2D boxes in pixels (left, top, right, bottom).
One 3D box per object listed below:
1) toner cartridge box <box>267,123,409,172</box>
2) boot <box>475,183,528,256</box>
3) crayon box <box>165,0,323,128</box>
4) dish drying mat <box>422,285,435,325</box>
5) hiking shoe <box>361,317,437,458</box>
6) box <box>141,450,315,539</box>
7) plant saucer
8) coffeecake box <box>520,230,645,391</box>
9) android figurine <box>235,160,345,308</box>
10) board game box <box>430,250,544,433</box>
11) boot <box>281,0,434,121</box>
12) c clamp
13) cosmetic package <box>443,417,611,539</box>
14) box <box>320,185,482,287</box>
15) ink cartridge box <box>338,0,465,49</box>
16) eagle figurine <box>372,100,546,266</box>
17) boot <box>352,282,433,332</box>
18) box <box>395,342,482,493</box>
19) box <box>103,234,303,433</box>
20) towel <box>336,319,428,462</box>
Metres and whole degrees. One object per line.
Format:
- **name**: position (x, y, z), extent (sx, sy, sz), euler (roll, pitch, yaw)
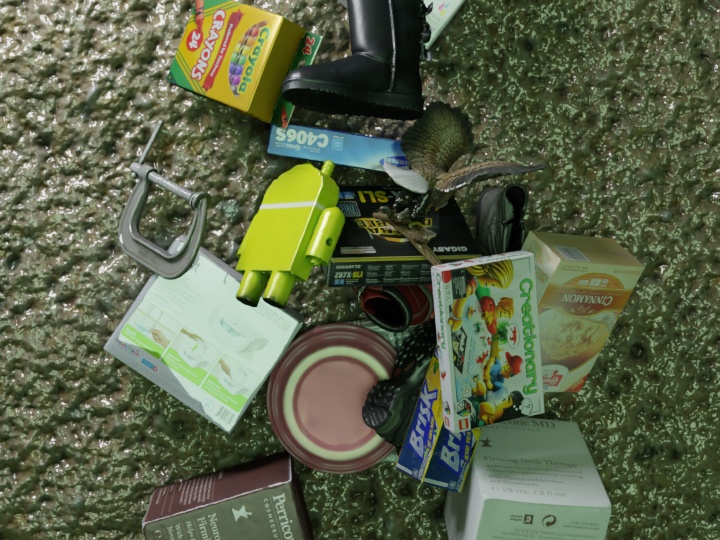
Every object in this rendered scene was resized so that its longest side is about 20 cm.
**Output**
- **toner cartridge box**: position (-0.022, -0.158, 1.602), extent (0.198, 0.095, 0.044), euler (9, 95, -4)
- **boot**: position (0.182, -0.014, 1.608), extent (0.067, 0.131, 0.203), euler (0, 95, -5)
- **crayon box**: position (-0.149, -0.268, 1.546), extent (0.199, 0.051, 0.128), euler (24, 94, 38)
- **dish drying mat**: position (0.128, 0.086, 1.640), extent (0.076, 0.018, 0.202), euler (-19, 88, -6)
- **hiking shoe**: position (0.087, 0.147, 1.599), extent (0.200, 0.075, 0.101), euler (-48, 124, -16)
- **box**: position (-0.163, 0.356, 1.601), extent (0.198, 0.164, 0.168), euler (-16, 96, -2)
- **plant saucer**: position (-0.027, 0.173, 1.627), extent (0.198, 0.051, 0.203), euler (0, 94, -1)
- **coffeecake box**: position (0.252, 0.057, 1.582), extent (0.152, 0.073, 0.201), euler (3, 121, -35)
- **android figurine**: position (-0.088, -0.049, 1.524), extent (0.041, 0.181, 0.202), euler (33, 69, -33)
- **board game box**: position (0.155, 0.085, 1.481), extent (0.125, 0.035, 0.202), euler (-10, 102, -20)
- **boot**: position (-0.002, -0.274, 1.488), extent (0.196, 0.073, 0.165), euler (4, 79, -22)
- **c clamp**: position (-0.251, -0.085, 1.565), extent (0.027, 0.199, 0.172), euler (22, 99, -47)
- **cosmetic package**: position (0.208, 0.310, 1.582), extent (0.165, 0.200, 0.168), euler (5, 114, -6)
- **box**: position (0.038, -0.047, 1.567), extent (0.198, 0.160, 0.050), euler (-1, 126, -14)
- **ink cartridge box**: position (0.080, -0.396, 1.593), extent (0.145, 0.088, 0.201), euler (39, 90, -5)
- **eagle figurine**: position (0.109, -0.118, 1.516), extent (0.200, 0.151, 0.152), euler (-45, 106, -11)
- **boot**: position (0.000, 0.000, 1.578), extent (0.200, 0.144, 0.073), euler (41, 106, 11)
- **box**: position (0.116, 0.170, 1.537), extent (0.070, 0.064, 0.202), euler (19, 89, -33)
- **box**: position (-0.203, 0.080, 1.610), extent (0.199, 0.097, 0.177), euler (33, 91, -5)
- **towel**: position (0.049, 0.163, 1.663), extent (0.190, 0.035, 0.203), euler (-6, 95, -3)
